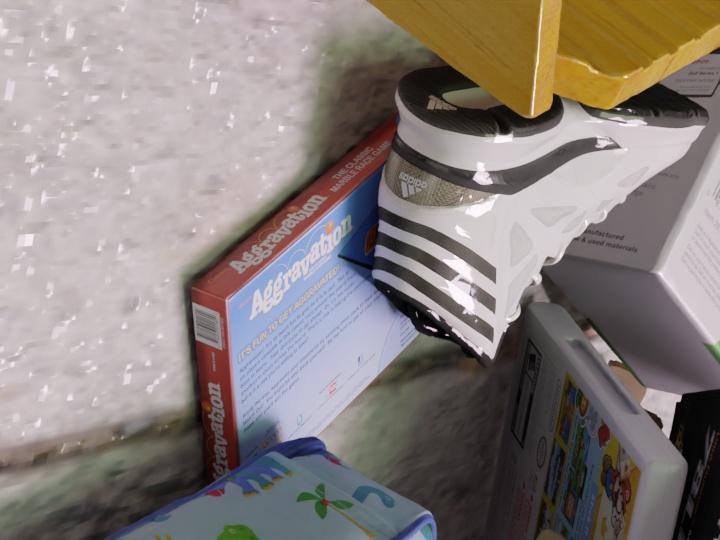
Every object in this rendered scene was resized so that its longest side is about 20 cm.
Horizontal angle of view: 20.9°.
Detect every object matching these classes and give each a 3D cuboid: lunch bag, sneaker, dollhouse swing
[{"bbox_3d":[-0.062,0.160,0.701,0.200,0.082,0.162,-28,141,-53],"label":"lunch bag"},{"bbox_3d":[0.067,-0.028,0.823,0.200,0.075,0.116,-12,126,-50],"label":"sneaker"},{"bbox_3d":[0.080,-0.191,0.677,0.200,0.181,0.177,-29,152,-51],"label":"dollhouse swing"}]

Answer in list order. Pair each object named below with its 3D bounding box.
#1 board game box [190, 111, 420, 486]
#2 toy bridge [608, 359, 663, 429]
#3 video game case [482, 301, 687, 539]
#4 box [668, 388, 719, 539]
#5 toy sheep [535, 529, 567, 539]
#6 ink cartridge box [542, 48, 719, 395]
[{"bbox_3d":[0.000,0.000,0.796,0.200,0.019,0.104,-42,143,-43],"label":"board game box"},{"bbox_3d":[0.131,0.101,1.001,0.200,0.027,0.068,-72,-174,-78],"label":"toy bridge"},{"bbox_3d":[0.097,0.141,0.932,0.182,0.023,0.202,-120,-143,-66],"label":"video game case"},{"bbox_3d":[0.159,0.155,0.890,0.199,0.049,0.202,76,29,-85],"label":"box"},{"bbox_3d":[0.030,0.198,0.861,0.200,0.138,0.138,-49,150,-3],"label":"toy sheep"},{"bbox_3d":[0.190,-0.051,1.008,0.146,0.084,0.201,46,65,-43],"label":"ink cartridge box"}]
